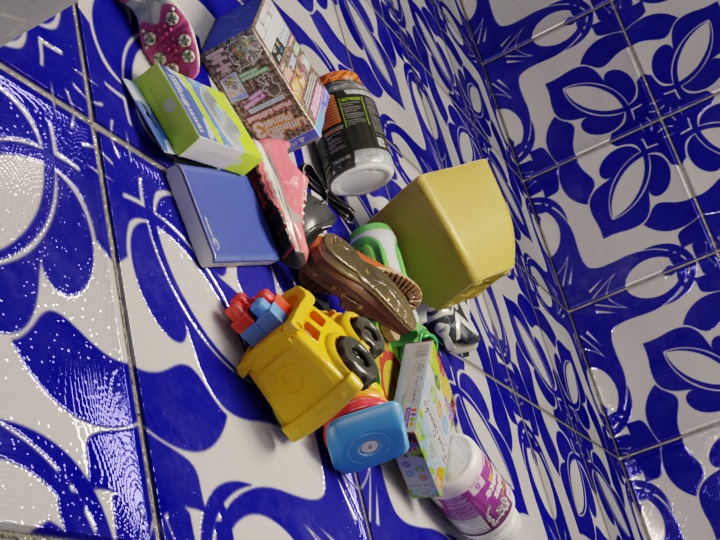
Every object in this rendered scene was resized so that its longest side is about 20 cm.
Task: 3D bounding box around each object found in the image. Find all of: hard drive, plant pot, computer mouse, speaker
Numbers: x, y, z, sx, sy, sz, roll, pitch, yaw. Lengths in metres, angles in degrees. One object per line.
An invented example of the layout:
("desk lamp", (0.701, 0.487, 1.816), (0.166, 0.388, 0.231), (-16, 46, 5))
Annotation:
("hard drive", (-0.177, -0.070, 1.468), (0.132, 0.025, 0.200), (69, 18, 6))
("plant pot", (0.155, -0.049, 1.953), (0.195, 0.194, 0.200), (-19, 74, -45))
("computer mouse", (-0.089, -0.112, 1.687), (0.140, 0.046, 0.200), (45, 31, 9))
("speaker", (0.039, 0.023, 1.854), (0.088, 0.088, 0.201), (35, 36, -57))

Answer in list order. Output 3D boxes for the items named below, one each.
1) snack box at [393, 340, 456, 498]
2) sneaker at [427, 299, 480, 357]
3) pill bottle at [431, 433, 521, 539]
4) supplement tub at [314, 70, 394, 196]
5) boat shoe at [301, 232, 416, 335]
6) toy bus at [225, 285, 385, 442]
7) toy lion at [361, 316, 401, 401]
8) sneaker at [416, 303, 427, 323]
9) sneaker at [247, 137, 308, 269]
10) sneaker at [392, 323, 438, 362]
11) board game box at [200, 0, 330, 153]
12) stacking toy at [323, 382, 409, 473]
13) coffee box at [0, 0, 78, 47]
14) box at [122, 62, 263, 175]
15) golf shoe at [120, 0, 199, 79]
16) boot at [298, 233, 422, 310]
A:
("snack box", (0.097, 0.227, 1.716), (0.200, 0.053, 0.143), (-74, 148, -49))
("sneaker", (0.191, 0.104, 2.189), (0.130, 0.079, 0.199), (68, 19, 1))
("pill bottle", (0.181, 0.362, 1.795), (0.200, 0.112, 0.113), (53, 23, -35))
("supplement tub", (-0.022, -0.241, 1.950), (0.122, 0.122, 0.201), (30, 41, -61))
("boat shoe", (-0.001, 0.029, 1.613), (0.200, 0.068, 0.072), (41, 25, -22))
("toy bus", (-0.081, 0.089, 1.412), (0.192, 0.136, 0.200), (46, 20, -8))
("toy lion", (0.028, 0.165, 1.707), (0.200, 0.068, 0.193), (-2, 76, -70))
("sneaker", (0.094, 0.020, 2.057), (0.201, 0.070, 0.080), (-80, 148, -46))
("sneaker", (-0.102, -0.103, 1.581), (0.087, 0.074, 0.201), (-17, 81, -30))
("sneaker", (0.091, 0.120, 1.885), (0.074, 0.083, 0.201), (46, 27, -45))
("board game box", (-0.144, -0.299, 1.724), (0.200, 0.097, 0.160), (57, 21, -26))
("stacking toy", (-0.015, 0.168, 1.533), (0.200, 0.109, 0.116), (-112, -173, -45))
("coffee box", (-0.374, -0.303, 0.932), (0.198, 0.199, 0.200), (68, 18, 8))
("box", (-0.214, -0.195, 1.453), (0.122, 0.048, 0.200), (58, 16, 15))
("golf shoe", (-0.268, -0.348, 1.485), (0.201, 0.075, 0.092), (62, 15, -16))
("boot", (0.000, 0.000, 1.693), (0.199, 0.075, 0.107), (20, 25, -16))
